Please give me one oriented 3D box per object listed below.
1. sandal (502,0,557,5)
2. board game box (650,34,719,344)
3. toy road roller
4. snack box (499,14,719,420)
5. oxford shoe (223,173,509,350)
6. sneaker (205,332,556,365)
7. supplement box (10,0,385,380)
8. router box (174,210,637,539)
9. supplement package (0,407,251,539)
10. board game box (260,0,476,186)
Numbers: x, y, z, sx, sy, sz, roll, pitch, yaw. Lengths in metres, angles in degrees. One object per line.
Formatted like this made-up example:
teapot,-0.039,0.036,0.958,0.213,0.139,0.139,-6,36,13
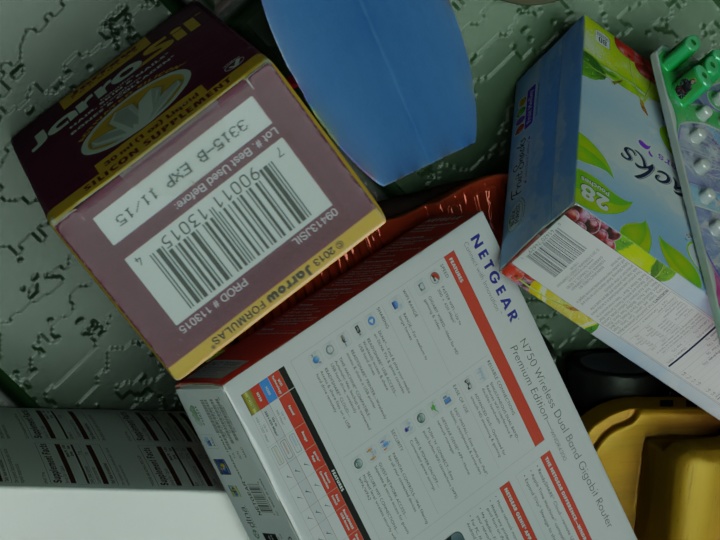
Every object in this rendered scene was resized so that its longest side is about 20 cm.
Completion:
sandal,0.076,-0.180,1.321,0.080,0.200,0.054,-7,67,6
board game box,0.251,-0.018,1.375,0.200,0.200,0.026,18,138,-33
toy road roller,0.203,0.120,1.433,0.200,0.146,0.123,1,104,-14
snack box,0.172,-0.017,1.378,0.200,0.169,0.068,33,126,-18
oxford shoe,0.000,0.000,1.377,0.200,0.073,0.071,-16,98,-23
sneaker,0.000,0.062,1.409,0.200,0.078,0.090,12,124,-5
supplement box,-0.085,-0.046,1.292,0.131,0.200,0.103,-38,109,-3
router box,0.027,0.100,1.309,0.179,0.049,0.200,-33,105,-30
supplement package,-0.149,0.181,1.360,0.200,0.147,0.192,2,103,-16
board game box,-0.011,-0.120,1.320,0.039,0.200,0.158,-22,93,29
